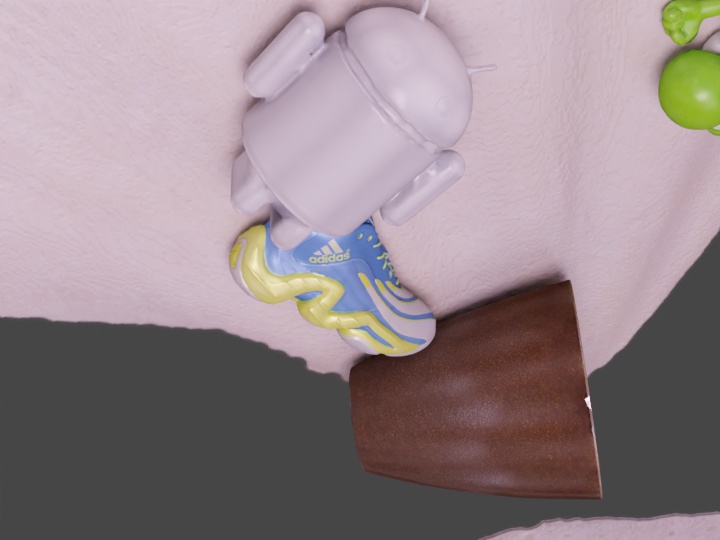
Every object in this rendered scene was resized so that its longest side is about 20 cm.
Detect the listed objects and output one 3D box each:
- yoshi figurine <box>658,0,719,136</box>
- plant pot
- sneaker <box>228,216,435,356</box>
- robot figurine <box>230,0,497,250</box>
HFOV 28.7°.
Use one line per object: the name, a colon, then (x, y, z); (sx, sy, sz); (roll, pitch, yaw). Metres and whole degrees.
yoshi figurine: (0.282, -0.175, 1.037); (0.111, 0.113, 0.201); (9, 133, -8)
plant pot: (0.096, 0.115, 1.212); (0.199, 0.188, 0.187); (-8, 138, 8)
sneaker: (0.000, 0.000, 1.113); (0.199, 0.076, 0.105); (19, 123, -34)
robot figurine: (-0.004, -0.103, 0.981); (0.200, 0.113, 0.169); (-39, 120, 18)
